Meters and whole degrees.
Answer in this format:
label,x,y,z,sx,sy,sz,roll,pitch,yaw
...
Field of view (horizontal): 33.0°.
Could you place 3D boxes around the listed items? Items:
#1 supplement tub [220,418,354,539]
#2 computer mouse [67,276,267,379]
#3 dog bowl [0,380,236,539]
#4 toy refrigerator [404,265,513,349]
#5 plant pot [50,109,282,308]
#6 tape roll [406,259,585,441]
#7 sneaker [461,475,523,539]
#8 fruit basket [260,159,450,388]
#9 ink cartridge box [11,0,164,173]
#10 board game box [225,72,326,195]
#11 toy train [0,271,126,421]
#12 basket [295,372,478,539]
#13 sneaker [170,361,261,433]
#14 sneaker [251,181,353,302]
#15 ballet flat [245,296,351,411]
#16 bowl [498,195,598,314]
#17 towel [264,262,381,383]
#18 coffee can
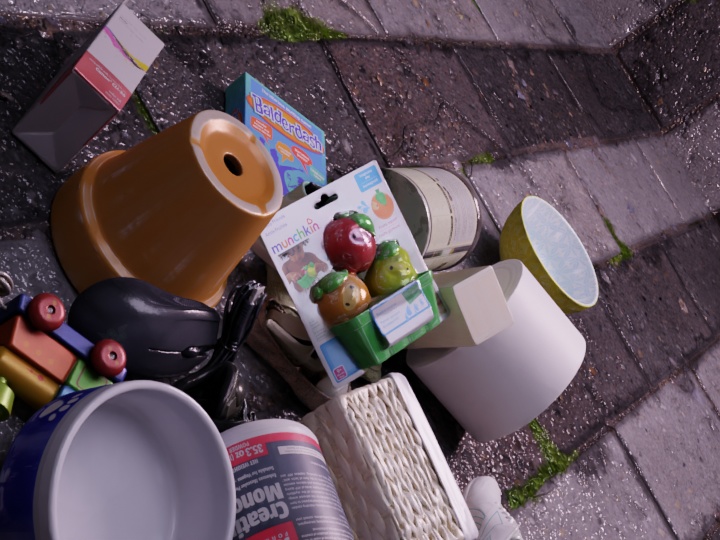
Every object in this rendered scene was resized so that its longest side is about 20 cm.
label,x,y,z,sx,sy,sz,roll,pitch,yaw
supplement tub,-0.077,0.253,1.116,0.139,0.140,0.202,19,37,-46
computer mouse,-0.188,0.062,1.187,0.198,0.140,0.053,14,25,-38
dog bowl,-0.199,0.196,1.010,0.199,0.078,0.203,16,69,-49
toy refrigerator,0.102,0.047,1.496,0.069,0.199,0.077,-26,97,-25
plant pot,-0.183,-0.061,1.246,0.199,0.182,0.202,36,35,-31
tape roll,0.176,0.103,1.599,0.139,0.202,0.203,48,30,-14
sneaker,0.157,0.311,1.416,0.071,0.079,0.201,57,23,-23
fruit basket,0.000,0.000,1.348,0.184,0.093,0.202,-29,101,-34
ink cartridge box,-0.283,-0.207,1.310,0.067,0.116,0.201,42,33,-19
board game box,-0.109,-0.141,1.575,0.151,0.045,0.202,33,36,-35
toy train,-0.306,0.076,1.048,0.200,0.084,0.117,41,46,-25
basket,0.010,0.231,1.295,0.123,0.135,0.202,-6,65,-55
sneaker,-0.126,0.152,1.196,0.198,0.114,0.077,26,42,-44
sneaker,-0.026,-0.019,1.429,0.200,0.118,0.074,38,31,-24
ballet flat,-0.060,0.103,1.383,0.200,0.067,0.069,42,40,-23
bowl,0.281,-0.006,1.955,0.199,0.107,0.202,36,36,-31
towel,-0.042,0.043,1.503,0.199,0.036,0.150,35,35,-33
coffee can,0.063,-0.065,1.631,0.148,0.146,0.199,61,24,9
